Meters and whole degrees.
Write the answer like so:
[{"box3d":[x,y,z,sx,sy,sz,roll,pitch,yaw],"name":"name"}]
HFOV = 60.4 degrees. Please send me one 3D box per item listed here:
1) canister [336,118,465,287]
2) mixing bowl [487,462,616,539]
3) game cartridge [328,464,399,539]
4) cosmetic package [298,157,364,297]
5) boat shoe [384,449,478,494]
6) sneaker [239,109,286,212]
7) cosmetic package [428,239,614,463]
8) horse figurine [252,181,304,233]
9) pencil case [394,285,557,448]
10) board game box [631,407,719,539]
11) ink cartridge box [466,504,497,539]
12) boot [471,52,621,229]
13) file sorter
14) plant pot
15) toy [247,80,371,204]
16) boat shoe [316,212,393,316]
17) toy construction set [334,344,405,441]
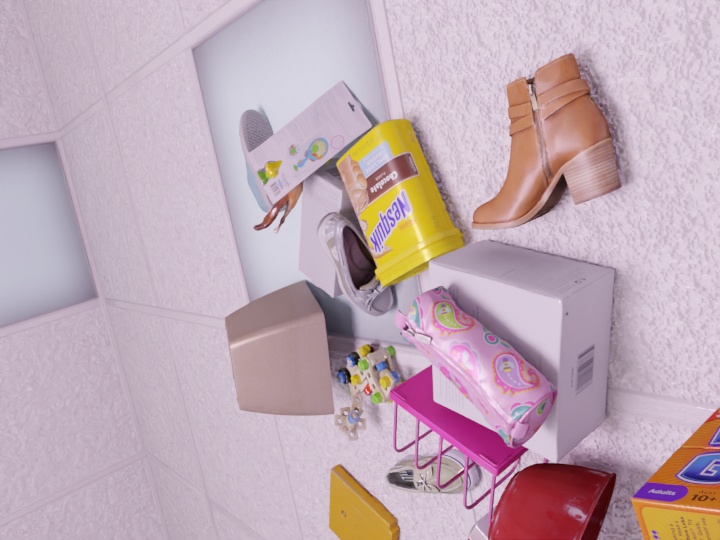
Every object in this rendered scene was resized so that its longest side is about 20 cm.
[{"box3d":[0.053,-0.098,0.911,0.147,0.085,0.205,-31,78,48],"name":"canister"},{"box3d":[0.225,0.317,0.758,0.107,0.198,0.206,22,123,31],"name":"mixing bowl"},{"box3d":[0.005,0.538,1.308,0.198,0.032,0.181,29,127,40],"name":"game cartridge"},{"box3d":[-0.043,-0.072,1.061,0.112,0.080,0.205,36,133,38],"name":"cosmetic package"},{"box3d":[0.117,0.351,1.045,0.199,0.061,0.074,-28,83,53],"name":"boat shoe"},{"box3d":[-0.206,-0.208,1.220,0.081,0.073,0.206,-10,96,50],"name":"sneaker"},{"box3d":[0.195,0.088,0.777,0.197,0.121,0.206,18,119,46],"name":"cosmetic package"},{"box3d":[-0.124,-0.152,1.085,0.049,0.203,0.133,26,143,-10],"name":"horse figurine"},{"box3d":[0.127,0.103,0.703,0.200,0.086,0.089,43,136,32],"name":"pencil case"},{"box3d":[0.392,0.249,0.520,0.198,0.197,0.205,-19,91,54],"name":"board game box"},{"box3d":[0.222,0.436,0.850,0.200,0.171,0.044,45,136,31],"name":"ink cartridge box"},{"box3d":[0.191,-0.139,0.719,0.198,0.076,0.159,-20,90,52],"name":"boot"},{"box3d":[0.155,0.241,0.887,0.198,0.137,0.129,28,130,43],"name":"file sorter"},{"box3d":[-0.162,0.159,1.181,0.200,0.172,0.206,-136,38,-66],"name":"plant pot"},{"box3d":[-0.080,-0.200,1.003,0.117,0.198,0.047,58,-175,29],"name":"toy"},{"box3d":[0.001,-0.002,0.988,0.064,0.074,0.205,24,148,54],"name":"boat shoe"},{"box3d":[0.015,0.211,1.106,0.132,0.091,0.201,54,130,21],"name":"toy construction set"}]
